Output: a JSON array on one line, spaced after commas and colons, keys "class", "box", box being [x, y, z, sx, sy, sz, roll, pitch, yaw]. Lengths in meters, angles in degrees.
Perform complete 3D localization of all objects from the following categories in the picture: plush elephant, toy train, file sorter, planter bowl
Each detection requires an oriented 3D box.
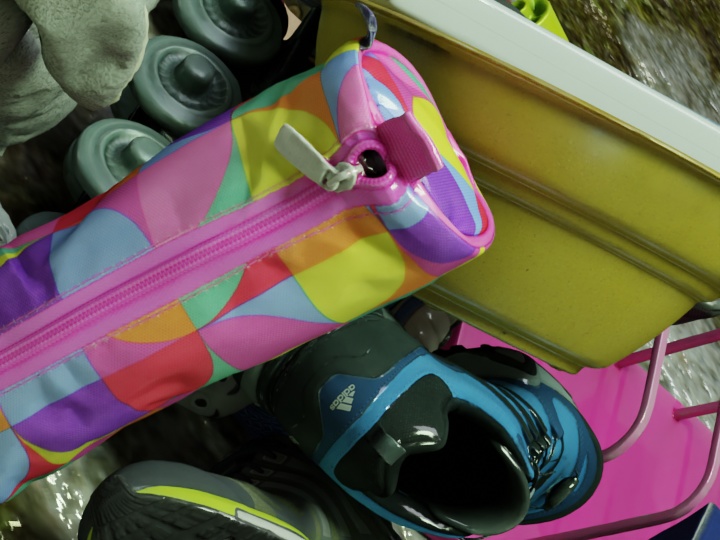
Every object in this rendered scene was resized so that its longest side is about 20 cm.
[{"class": "plush elephant", "box": [-0.138, -0.104, 0.917, 0.155, 0.164, 0.201, 96, -11, -75]}, {"class": "toy train", "box": [-0.049, -0.031, 1.050, 0.114, 0.085, 0.200, 33, 41, -7]}, {"class": "file sorter", "box": [0.137, 0.083, 1.221, 0.200, 0.125, 0.139, 40, 51, -33]}, {"class": "planter bowl", "box": [0.054, -0.019, 1.000, 0.200, 0.084, 0.200, 26, 1, 0]}]

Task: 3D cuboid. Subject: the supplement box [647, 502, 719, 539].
[{"class": "supplement box", "box": [0.141, 0.214, 1.109, 0.200, 0.109, 0.110, 54, 25, -5]}]

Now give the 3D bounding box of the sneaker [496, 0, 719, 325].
[{"class": "sneaker", "box": [0.104, -0.050, 1.241, 0.200, 0.084, 0.075, 50, 57, -35]}]

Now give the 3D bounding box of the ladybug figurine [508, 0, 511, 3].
[{"class": "ladybug figurine", "box": [0.064, -0.086, 1.451, 0.200, 0.072, 0.136, 52, 22, -8]}]

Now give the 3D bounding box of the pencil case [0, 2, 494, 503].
[{"class": "pencil case", "box": [-0.055, -0.001, 0.893, 0.088, 0.200, 0.088, 52, 19, -26]}]

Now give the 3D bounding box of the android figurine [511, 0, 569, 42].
[{"class": "android figurine", "box": [0.047, -0.037, 1.273, 0.182, 0.041, 0.200, -50, 125, -33]}]

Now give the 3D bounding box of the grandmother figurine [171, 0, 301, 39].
[{"class": "grandmother figurine", "box": [-0.049, -0.106, 1.271, 0.200, 0.061, 0.121, 43, -3, -23]}]

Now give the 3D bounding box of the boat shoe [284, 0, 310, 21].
[{"class": "boat shoe", "box": [-0.041, -0.165, 1.346, 0.200, 0.072, 0.068, 39, 26, -28]}]

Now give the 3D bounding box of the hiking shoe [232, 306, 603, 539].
[{"class": "hiking shoe", "box": [0.033, 0.069, 1.006, 0.200, 0.074, 0.087, 24, 22, -52]}]

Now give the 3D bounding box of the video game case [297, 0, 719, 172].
[{"class": "video game case", "box": [0.061, -0.076, 1.081, 0.200, 0.023, 0.182, 27, 1, -25]}]

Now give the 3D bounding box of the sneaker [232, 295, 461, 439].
[{"class": "sneaker", "box": [0.000, 0.000, 1.140, 0.089, 0.079, 0.200, 37, 42, -2]}]

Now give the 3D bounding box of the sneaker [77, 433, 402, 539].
[{"class": "sneaker", "box": [-0.041, 0.095, 0.982, 0.081, 0.074, 0.200, 59, 13, 29]}]
